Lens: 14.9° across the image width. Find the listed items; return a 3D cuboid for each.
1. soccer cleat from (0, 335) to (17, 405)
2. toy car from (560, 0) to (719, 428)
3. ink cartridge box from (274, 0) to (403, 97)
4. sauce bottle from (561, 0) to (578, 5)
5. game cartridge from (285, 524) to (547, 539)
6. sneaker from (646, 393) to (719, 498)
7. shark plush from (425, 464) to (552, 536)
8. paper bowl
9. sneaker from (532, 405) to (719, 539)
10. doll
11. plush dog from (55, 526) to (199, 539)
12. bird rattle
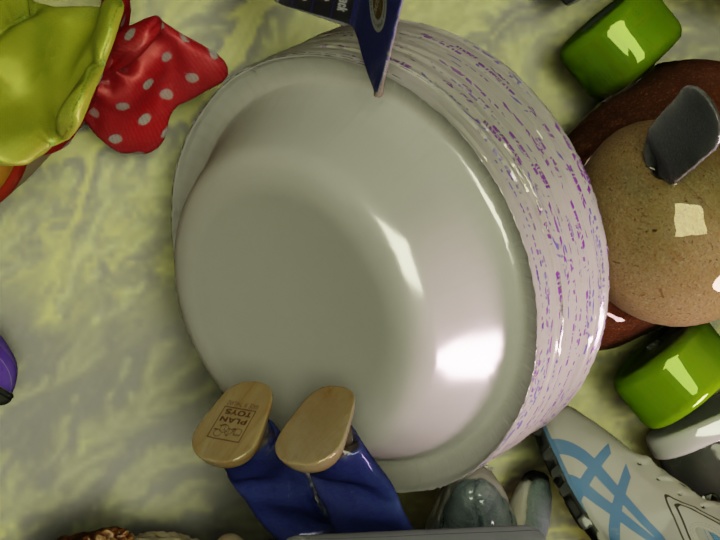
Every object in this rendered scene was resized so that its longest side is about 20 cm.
[{"bbox_3d":[-0.219,-0.022,1.236,0.200,0.068,0.073,43,82,-4],"label":"soccer cleat"},{"bbox_3d":[0.149,-0.033,1.209,0.158,0.200,0.164,-41,96,-11],"label":"toy car"},{"bbox_3d":[-0.008,-0.207,1.108,0.040,0.200,0.201,0,49,-13],"label":"ink cartridge box"},{"bbox_3d":[0.067,-0.219,1.267,0.066,0.066,0.201,-25,93,-6],"label":"sauce bottle"},{"bbox_3d":[-0.001,0.199,1.142,0.133,0.041,0.201,0,113,-33],"label":"game cartridge"},{"bbox_3d":[0.243,0.085,1.297,0.199,0.071,0.100,-22,96,0],"label":"sneaker"},{"bbox_3d":[0.045,0.181,1.260,0.090,0.083,0.201,4,102,-14],"label":"shark plush"},{"bbox_3d":[0.000,0.000,1.189,0.104,0.200,0.201,-29,96,-48],"label":"paper bowl"},{"bbox_3d":[0.154,0.125,1.250,0.072,0.072,0.200,-44,59,-3],"label":"sneaker"},{"bbox_3d":[-0.008,0.128,1.190,0.136,0.200,0.049,2,48,28],"label":"doll"},{"bbox_3d":[-0.094,0.204,1.238,0.200,0.160,0.172,25,72,-35],"label":"plush dog"},{"bbox_3d":[-0.159,-0.076,1.182,0.163,0.200,0.113,-42,84,4],"label":"bird rattle"}]
